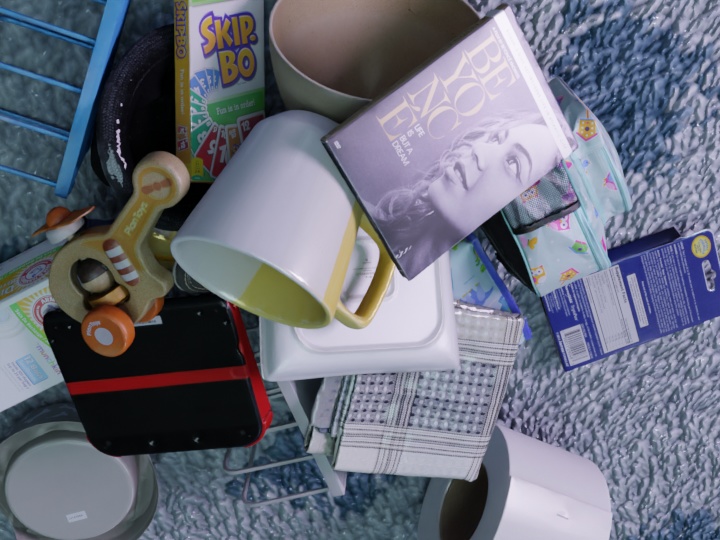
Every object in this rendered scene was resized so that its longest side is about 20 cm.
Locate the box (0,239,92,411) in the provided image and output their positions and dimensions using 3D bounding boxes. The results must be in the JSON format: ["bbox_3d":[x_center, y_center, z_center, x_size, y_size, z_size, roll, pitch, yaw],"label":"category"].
[{"bbox_3d":[-0.356,0.061,1.169,0.199,0.101,0.113,-25,119,6],"label":"box"}]

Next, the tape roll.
[{"bbox_3d":[0.173,0.290,1.305,0.139,0.203,0.203,23,113,-19],"label":"tape roll"}]

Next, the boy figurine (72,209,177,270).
[{"bbox_3d":[-0.186,-0.023,1.118,0.199,0.065,0.124,2,160,-21],"label":"boy figurine"}]

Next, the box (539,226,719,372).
[{"bbox_3d":[0.306,0.029,1.279,0.199,0.032,0.121,-19,119,5],"label":"box"}]

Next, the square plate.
[{"bbox_3d":[0.000,0.000,1.073,0.199,0.028,0.199,-2,85,-20],"label":"square plate"}]

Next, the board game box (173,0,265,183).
[{"bbox_3d":[-0.128,-0.180,1.042,0.095,0.030,0.201,-3,90,-50],"label":"board game box"}]

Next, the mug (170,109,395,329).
[{"bbox_3d":[-0.059,-0.043,0.989,0.149,0.154,0.187,15,158,22],"label":"mug"}]

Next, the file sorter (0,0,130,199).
[{"bbox_3d":[-0.286,-0.196,1.024,0.122,0.139,0.201,17,114,-12],"label":"file sorter"}]

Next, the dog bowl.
[{"bbox_3d":[-0.328,0.238,1.292,0.199,0.059,0.201,-3,118,-5],"label":"dog bowl"}]

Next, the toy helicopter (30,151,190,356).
[{"bbox_3d":[-0.213,-0.031,0.985,0.132,0.079,0.200,37,123,-3],"label":"toy helicopter"}]

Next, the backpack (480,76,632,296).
[{"bbox_3d":[0.179,-0.083,1.120,0.153,0.176,0.201,-19,114,2],"label":"backpack"}]

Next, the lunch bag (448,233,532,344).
[{"bbox_3d":[0.077,0.049,1.214,0.170,0.128,0.200,-31,129,4],"label":"lunch bag"}]

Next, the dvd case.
[{"bbox_3d":[0.081,-0.108,0.963,0.200,0.016,0.149,-38,116,-12],"label":"dvd case"}]

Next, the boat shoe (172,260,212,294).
[{"bbox_3d":[-0.082,-0.028,1.083,0.199,0.057,0.067,-25,117,-24],"label":"boat shoe"}]

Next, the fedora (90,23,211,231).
[{"bbox_3d":[-0.187,-0.131,1.066,0.091,0.201,0.201,0,129,41],"label":"fedora"}]

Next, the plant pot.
[{"bbox_3d":[0.011,-0.169,1.060,0.199,0.201,0.135,1,138,-8],"label":"plant pot"}]

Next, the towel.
[{"bbox_3d":[0.054,0.117,1.140,0.199,0.035,0.193,11,106,-18],"label":"towel"}]

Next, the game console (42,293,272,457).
[{"bbox_3d":[-0.197,0.105,1.119,0.199,0.031,0.177,-7,117,13],"label":"game console"}]

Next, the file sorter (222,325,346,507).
[{"bbox_3d":[-0.102,0.134,1.217,0.124,0.139,0.201,-16,119,14],"label":"file sorter"}]
